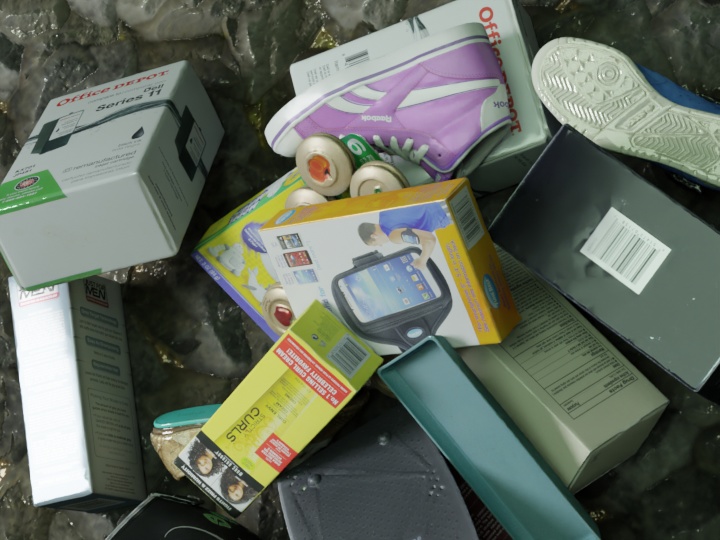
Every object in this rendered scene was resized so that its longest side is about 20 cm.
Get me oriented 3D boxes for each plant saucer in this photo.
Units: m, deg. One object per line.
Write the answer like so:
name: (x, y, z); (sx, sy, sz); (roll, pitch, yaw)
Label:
plant saucer: (0.098, 0.134, 1.320); (0.200, 0.019, 0.070); (51, 133, -4)

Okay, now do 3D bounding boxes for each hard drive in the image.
hard drive: (0.019, 0.198, 1.332); (0.134, 0.042, 0.200); (-32, 38, 4)

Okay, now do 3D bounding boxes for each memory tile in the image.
memory tile: (0.000, 0.000, 1.372); (0.153, 0.017, 0.201); (29, 130, 16)

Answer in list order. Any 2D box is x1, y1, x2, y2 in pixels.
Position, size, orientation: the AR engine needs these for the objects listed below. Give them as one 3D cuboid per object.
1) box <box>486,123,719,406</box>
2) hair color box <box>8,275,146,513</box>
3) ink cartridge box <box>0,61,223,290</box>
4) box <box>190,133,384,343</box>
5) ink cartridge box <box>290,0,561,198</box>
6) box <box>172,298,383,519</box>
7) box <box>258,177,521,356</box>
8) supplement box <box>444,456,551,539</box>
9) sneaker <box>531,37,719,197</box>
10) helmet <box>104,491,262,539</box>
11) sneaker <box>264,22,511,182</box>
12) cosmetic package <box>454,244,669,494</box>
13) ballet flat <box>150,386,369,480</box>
box: (0.221, 0.004, 1.331); (0.200, 0.182, 0.104); (38, 96, 23)
hair color box: (-0.244, 0.103, 1.533); (0.060, 0.099, 0.201); (-14, 74, 18)
ink cartridge box: (-0.212, -0.083, 1.502); (0.146, 0.083, 0.200); (-14, 30, 17)
box: (-0.033, -0.023, 1.434); (0.117, 0.048, 0.200); (46, 131, -14)
ink cartridge box: (0.059, -0.130, 1.473); (0.199, 0.083, 0.147); (-18, 73, 18)
box: (-0.067, 0.111, 1.387); (0.075, 0.050, 0.200); (43, 130, 0)
box: (0.011, 0.004, 1.330); (0.199, 0.041, 0.120); (-10, 113, 35)
supplement box: (0.129, 0.231, 1.386); (0.200, 0.061, 0.109); (43, 96, 22)
sneaker: (0.228, -0.117, 1.388); (0.199, 0.111, 0.077); (24, 94, 10)
helmet: (-0.139, 0.295, 1.409); (0.190, 0.200, 0.200); (38, 94, 7)
sneaker: (0.023, -0.106, 1.401); (0.200, 0.073, 0.115); (-22, 80, 21)
cosmetic package: (0.130, 0.073, 1.387); (0.200, 0.105, 0.071); (47, 139, 23)
ballet flat: (-0.079, 0.139, 1.492); (0.199, 0.071, 0.066); (-10, 103, 21)
